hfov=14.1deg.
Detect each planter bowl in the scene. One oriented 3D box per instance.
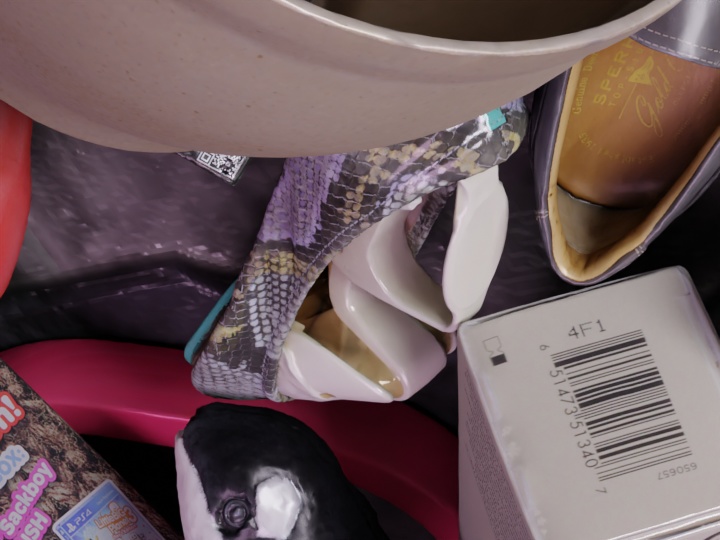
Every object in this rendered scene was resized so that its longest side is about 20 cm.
[{"bbox_3d":[-0.028,-0.106,0.636,0.200,0.200,0.135,30,145,-14],"label":"planter bowl"}]

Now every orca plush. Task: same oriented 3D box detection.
[{"bbox_3d":[0.005,0.132,0.861,0.071,0.105,0.200,-8,92,25],"label":"orca plush"}]

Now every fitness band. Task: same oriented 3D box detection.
[{"bbox_3d":[-0.048,0.084,0.965,0.200,0.037,0.144,8,135,9],"label":"fitness band"}]

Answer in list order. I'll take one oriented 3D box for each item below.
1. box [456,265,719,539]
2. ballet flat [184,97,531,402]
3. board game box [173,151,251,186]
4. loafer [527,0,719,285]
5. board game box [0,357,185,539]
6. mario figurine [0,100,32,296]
[{"bbox_3d":[0.071,0.086,0.845,0.068,0.082,0.200,-16,152,-7],"label":"box"},{"bbox_3d":[0.000,0.000,0.806,0.072,0.072,0.200,21,148,-4],"label":"ballet flat"},{"bbox_3d":[-0.092,-0.114,0.723,0.200,0.105,0.023,29,-178,-13],"label":"board game box"},{"bbox_3d":[0.088,-0.075,0.714,0.073,0.072,0.200,16,138,2],"label":"loafer"},{"bbox_3d":[-0.149,0.111,0.921,0.200,0.097,0.159,46,138,-6],"label":"board game box"},{"bbox_3d":[-0.170,-0.049,0.797,0.106,0.123,0.200,-22,123,20],"label":"mario figurine"}]
